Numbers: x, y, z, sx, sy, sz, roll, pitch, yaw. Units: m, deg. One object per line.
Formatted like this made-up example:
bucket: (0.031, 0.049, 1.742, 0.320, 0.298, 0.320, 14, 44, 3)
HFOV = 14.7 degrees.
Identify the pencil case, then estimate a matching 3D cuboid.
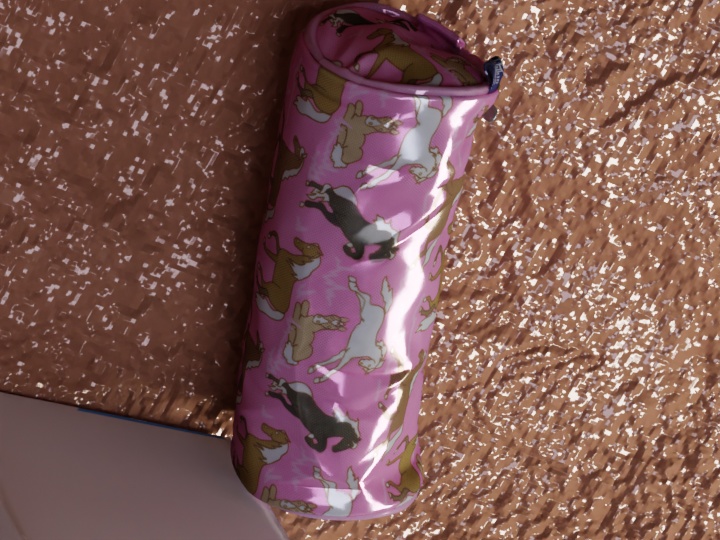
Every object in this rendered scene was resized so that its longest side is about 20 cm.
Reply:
pencil case: (0.000, 0.000, 1.091, 0.086, 0.083, 0.201, 6, 114, -13)

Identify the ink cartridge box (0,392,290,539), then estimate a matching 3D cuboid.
ink cartridge box: (-0.124, 0.169, 1.103, 0.128, 0.125, 0.201, 12, 111, -28)
